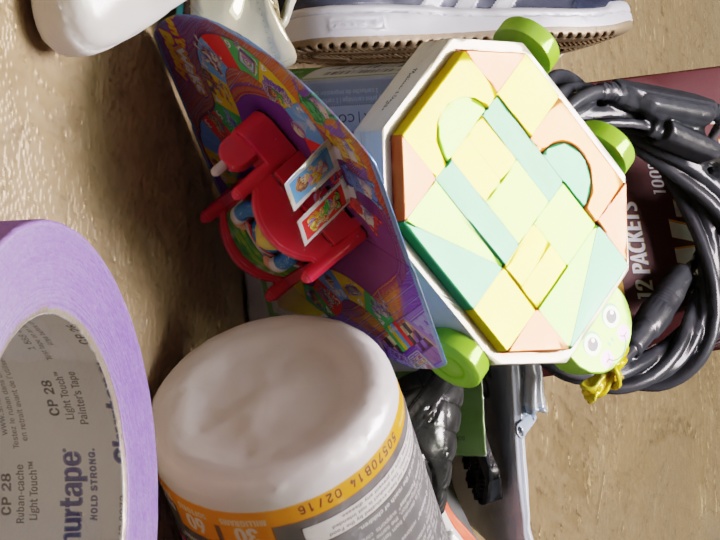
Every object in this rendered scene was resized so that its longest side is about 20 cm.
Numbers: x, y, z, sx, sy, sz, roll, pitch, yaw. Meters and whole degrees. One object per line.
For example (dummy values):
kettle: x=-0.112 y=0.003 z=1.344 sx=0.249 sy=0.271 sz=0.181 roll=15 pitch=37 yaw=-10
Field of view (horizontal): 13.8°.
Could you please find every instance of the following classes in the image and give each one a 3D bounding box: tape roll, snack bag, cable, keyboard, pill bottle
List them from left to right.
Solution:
tape roll: x=-0.139 y=0.082 z=1.085 sx=0.200 sy=0.066 sz=0.200 roll=-1 pitch=90 yaw=-72
pill bottle: x=-0.019 y=0.126 z=1.372 sx=0.116 sy=0.116 sz=0.200 roll=-73 pitch=154 yaw=-45
keyboard: x=0.032 y=0.038 z=1.623 sx=0.104 sy=0.040 sz=0.200 roll=75 pitch=-1 yaw=-70
snack bag: x=0.069 y=0.061 z=1.668 sx=0.189 sy=0.021 sz=0.200 roll=-149 pitch=-127 yaw=-74
cable: x=0.122 y=-0.019 z=1.527 sx=0.200 sy=0.051 sz=0.163 roll=5 pitch=91 yaw=-45

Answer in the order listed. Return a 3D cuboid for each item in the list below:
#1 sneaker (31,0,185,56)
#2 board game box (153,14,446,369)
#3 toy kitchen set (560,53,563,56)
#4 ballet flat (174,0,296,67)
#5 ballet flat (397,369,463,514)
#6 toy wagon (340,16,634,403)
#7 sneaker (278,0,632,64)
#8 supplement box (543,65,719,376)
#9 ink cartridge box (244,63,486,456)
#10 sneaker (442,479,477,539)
sneaker: x=-0.059 y=-0.156 z=1.266 sx=0.200 sy=0.088 sz=0.075 roll=-45 pitch=128 yaw=-41
board game box: x=-0.041 y=-0.024 z=1.339 sx=0.039 sy=0.158 sz=0.200 roll=-40 pitch=138 yaw=-19
toy kitchen set: x=0.036 y=-0.172 z=1.686 sx=0.200 sy=0.180 sz=0.163 roll=-44 pitch=-179 yaw=-27
ballet flat: x=-0.052 y=-0.186 z=1.386 sx=0.069 sy=0.069 sz=0.200 roll=14 pitch=75 yaw=-72
ballet flat: x=0.020 y=0.112 z=1.486 sx=0.057 sy=0.066 sz=0.200 roll=-49 pitch=171 yaw=-28
toy wagon: x=0.077 y=-0.017 z=1.421 sx=0.200 sy=0.040 sz=0.155 roll=50 pitch=60 yaw=-24
sneaker: x=0.048 y=-0.165 z=1.547 sx=0.070 sy=0.200 sz=0.109 roll=159 pitch=-74 yaw=-64
supplement box: x=0.172 y=-0.027 z=1.703 sx=0.197 sy=0.200 sz=0.133 roll=145 pitch=-64 yaw=-68
ink cartridge box: x=0.000 y=0.000 z=1.467 sx=0.059 sy=0.104 sz=0.200 roll=-29 pitch=116 yaw=-70
sneaker: x=0.032 y=0.131 z=1.609 sx=0.082 sy=0.077 sz=0.200 roll=-81 pitch=162 yaw=-51
